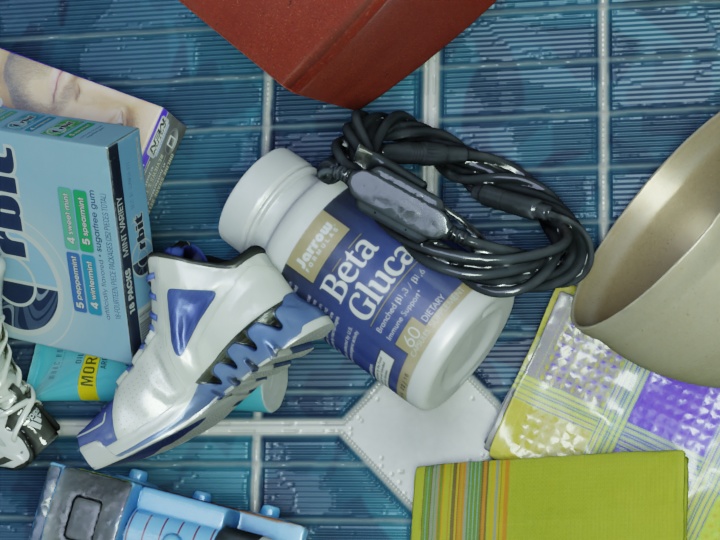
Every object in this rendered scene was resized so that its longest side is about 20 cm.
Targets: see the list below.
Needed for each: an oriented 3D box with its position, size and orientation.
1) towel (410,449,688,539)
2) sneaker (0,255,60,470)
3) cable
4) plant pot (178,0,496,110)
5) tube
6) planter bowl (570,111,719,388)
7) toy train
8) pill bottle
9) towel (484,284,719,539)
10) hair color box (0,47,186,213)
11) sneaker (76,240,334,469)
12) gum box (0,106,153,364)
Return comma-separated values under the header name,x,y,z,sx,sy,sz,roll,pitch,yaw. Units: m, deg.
name,x,y,z,sx,sy,sz,roll,pitch,yaw
towel,0.127,0.170,1.280,0.200,0.018,0.086,-7,65,26
sneaker,-0.259,0.070,1.360,0.115,0.201,0.076,32,46,5
cable,0.071,-0.046,1.303,0.200,0.163,0.051,27,114,6
plant pot,-0.022,-0.228,1.345,0.200,0.200,0.176,41,103,17
tube,-0.154,0.070,1.388,0.200,0.050,0.077,5,66,20
planter bowl,0.254,0.000,1.238,0.135,0.200,0.200,39,90,-9
toy train,-0.132,0.193,1.319,0.200,0.114,0.087,13,83,16
pill bottle,0.000,0.000,1.326,0.200,0.111,0.111,36,89,17
towel,0.197,0.107,1.304,0.200,0.023,0.144,28,86,17
hair color box,-0.248,-0.101,1.432,0.200,0.065,0.109,20,84,15
sneaker,-0.122,0.046,1.308,0.199,0.081,0.115,-36,77,19
gum box,-0.245,-0.032,1.363,0.200,0.045,0.170,10,118,26
